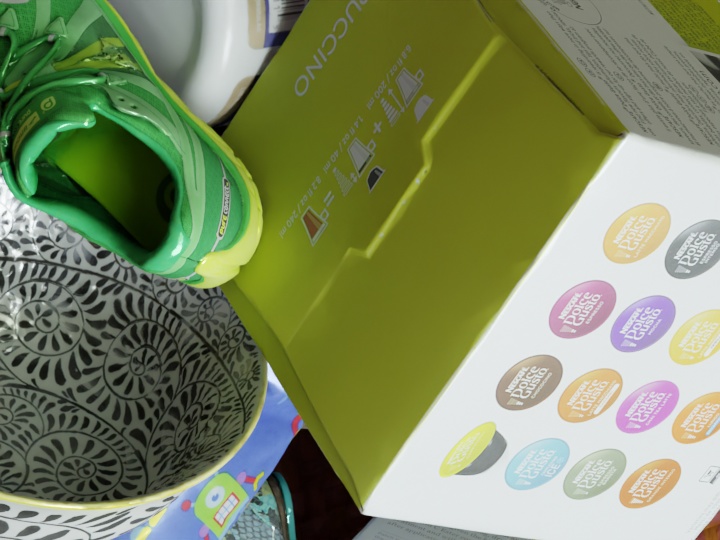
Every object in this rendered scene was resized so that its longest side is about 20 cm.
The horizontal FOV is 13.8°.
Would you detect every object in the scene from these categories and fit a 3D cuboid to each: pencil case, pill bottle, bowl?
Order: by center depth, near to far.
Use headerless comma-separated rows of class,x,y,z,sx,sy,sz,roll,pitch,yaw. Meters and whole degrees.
bowl,-0.147,0.056,1.264,0.201,0.201,0.094,-19,144,-37
pencil case,-0.099,0.115,1.338,0.200,0.078,0.087,-58,137,-11
pill bottle,-0.025,-0.131,1.356,0.200,0.116,0.116,-12,104,-42

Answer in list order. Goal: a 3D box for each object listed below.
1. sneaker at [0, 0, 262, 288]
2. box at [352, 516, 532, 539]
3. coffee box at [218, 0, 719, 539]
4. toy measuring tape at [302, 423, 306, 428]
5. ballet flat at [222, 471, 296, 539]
sneaker,-0.124,-0.072,1.243,0.074,0.200,0.084,-53,165,16
box,0.066,0.155,1.419,0.200,0.097,0.125,-41,146,-56
coffee box,0.077,-0.022,1.265,0.198,0.200,0.200,13,122,-41
toy measuring tape,-0.056,-0.006,1.384,0.074,0.074,0.200,-57,135,-20
ballet flat,-0.055,0.191,1.419,0.074,0.074,0.200,-21,107,-37
